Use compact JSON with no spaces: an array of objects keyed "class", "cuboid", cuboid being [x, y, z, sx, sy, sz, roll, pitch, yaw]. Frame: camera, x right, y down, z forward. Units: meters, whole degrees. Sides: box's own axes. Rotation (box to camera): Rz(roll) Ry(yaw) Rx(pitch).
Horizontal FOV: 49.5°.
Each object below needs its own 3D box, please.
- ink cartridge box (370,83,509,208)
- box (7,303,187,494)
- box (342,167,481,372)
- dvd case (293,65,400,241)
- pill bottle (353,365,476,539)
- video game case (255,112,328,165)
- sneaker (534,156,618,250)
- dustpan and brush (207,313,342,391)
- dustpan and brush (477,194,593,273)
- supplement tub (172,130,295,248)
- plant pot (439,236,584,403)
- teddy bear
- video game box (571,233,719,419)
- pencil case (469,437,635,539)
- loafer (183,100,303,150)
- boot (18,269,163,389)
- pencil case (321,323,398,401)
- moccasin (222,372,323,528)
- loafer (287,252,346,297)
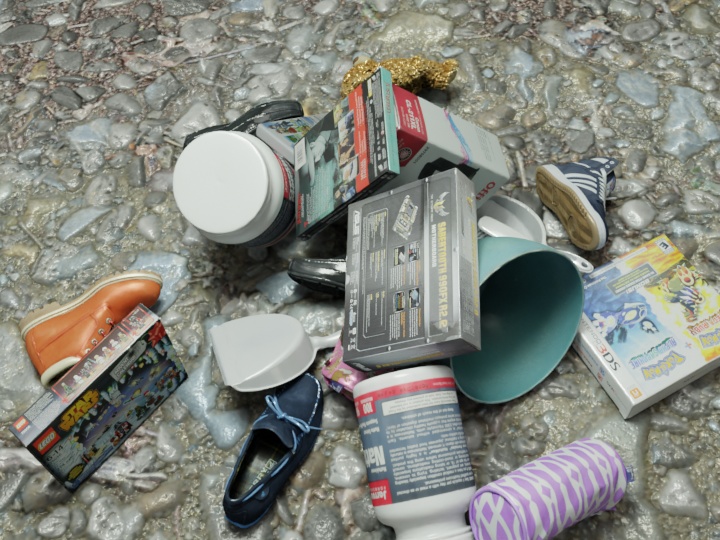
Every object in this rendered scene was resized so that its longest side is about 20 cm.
[{"class":"ink cartridge box","cuboid":[0.079,-0.138,1.040,0.197,0.146,0.084,17,46,-33]},{"class":"box","cuboid":[-0.303,0.154,0.931,0.039,0.138,0.200,30,62,25]},{"class":"box","cuboid":[0.056,0.002,0.885,0.156,0.048,0.204,-16,61,33]},{"class":"dvd case","cuboid":[-0.024,-0.143,0.991,0.022,0.199,0.149,14,59,-36]},{"class":"pill bottle","cuboid":[0.064,0.216,0.856,0.117,0.120,0.205,-10,75,-4]},{"class":"video game case","cuboid":[-0.028,-0.171,1.160,0.199,0.022,0.181,40,37,25]},{"class":"sneaker","cuboid":[0.326,-0.100,1.084,0.106,0.071,0.201,-9,32,-6]},{"class":"dustpan and brush","cuboid":[-0.086,0.096,1.007,0.196,0.058,0.140,-20,33,-11]},{"class":"dustpan and brush","cuboid":[0.222,-0.032,1.064,0.198,0.058,0.140,29,62,22]},{"class":"supplement tub","cuboid":[-0.160,-0.105,1.044,0.137,0.200,0.144,0,89,6]},{"class":"plant pot","cuboid":[0.157,0.040,0.965,0.197,0.203,0.135,-27,36,-15]},{"class":"teddy bear","cuboid":[0.061,-0.314,1.242,0.195,0.068,0.145,-7,17,-2]},{"class":"video game box","cuboid":[0.369,0.066,1.009,0.197,0.047,0.184,-25,60,-13]},{"class":"pencil case","cuboid":[0.204,0.245,0.836,0.197,0.083,0.088,-9,94,-37]},{"class":"loafer","cuboid":[-0.174,-0.201,1.207,0.197,0.068,0.071,-24,71,-10]},{"class":"boot","cuboid":[-0.343,0.078,1.031,0.197,0.075,0.108,-27,61,-5]},{"class":"pencil case","cuboid":[0.021,0.063,0.972,0.082,0.086,0.204,7,72,58]},{"class":"moccasin","cuboid":[-0.096,0.205,0.925,0.079,0.069,0.202,15,56,14]},{"class":"loafer","cuboid":[0.000,0.000,1.055,0.195,0.068,0.072,7,78,1]}]
